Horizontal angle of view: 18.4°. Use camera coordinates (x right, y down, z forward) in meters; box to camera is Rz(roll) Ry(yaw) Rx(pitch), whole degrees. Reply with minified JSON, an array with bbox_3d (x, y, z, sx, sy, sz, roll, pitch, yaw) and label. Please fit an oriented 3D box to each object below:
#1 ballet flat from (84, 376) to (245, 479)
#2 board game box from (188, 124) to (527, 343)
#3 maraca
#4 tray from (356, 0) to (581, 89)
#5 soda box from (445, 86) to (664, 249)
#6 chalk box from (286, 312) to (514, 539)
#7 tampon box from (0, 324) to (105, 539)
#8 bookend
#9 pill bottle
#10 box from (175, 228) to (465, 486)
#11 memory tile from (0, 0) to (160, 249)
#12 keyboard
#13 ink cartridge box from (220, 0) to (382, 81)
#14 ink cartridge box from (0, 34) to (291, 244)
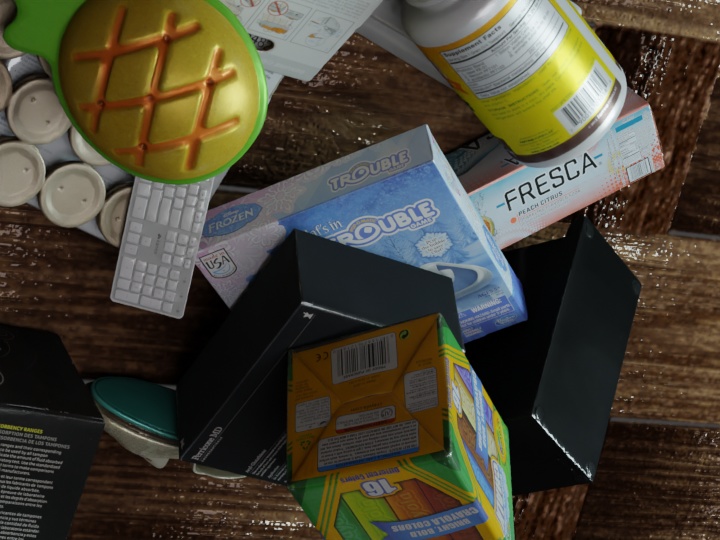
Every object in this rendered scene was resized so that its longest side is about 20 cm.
[{"bbox_3d":[-0.134,0.134,1.747,0.199,0.068,0.063,14,123,-27],"label":"ballet flat"},{"bbox_3d":[0.000,0.000,1.685,0.199,0.044,0.199,-21,135,14],"label":"board game box"},{"bbox_3d":[-0.153,-0.146,1.516,0.137,0.107,0.200,-43,103,10],"label":"maraca"},{"bbox_3d":[0.076,-0.197,1.701,0.199,0.022,0.108,27,100,-31],"label":"tray"},{"bbox_3d":[0.137,-0.078,1.755,0.199,0.068,0.064,-26,124,-10],"label":"soda box"},{"bbox_3d":[0.038,0.147,1.606,0.124,0.125,0.200,-14,139,16],"label":"chalk box"},{"bbox_3d":[-0.291,0.155,1.637,0.125,0.150,0.201,12,109,-27],"label":"tampon box"},{"bbox_3d":[0.103,0.079,1.788,0.199,0.200,0.092,-15,132,37],"label":"bookend"},{"bbox_3d":[0.104,-0.176,1.646,0.109,0.109,0.200,-43,122,1],"label":"pill bottle"},{"bbox_3d":[-0.034,0.074,1.670,0.140,0.079,0.200,15,134,-27],"label":"box"},{"bbox_3d":[-0.206,-0.107,1.579,0.199,0.017,0.154,20,104,-29],"label":"memory tile"},{"bbox_3d":[-0.135,-0.064,1.603,0.056,0.011,0.201,13,108,-5],"label":"keyboard"},{"bbox_3d":[-0.051,-0.227,1.558,0.159,0.048,0.200,14,138,-31],"label":"ink cartridge box"},{"bbox_3d":[-0.173,-0.126,1.619,0.199,0.041,0.201,28,100,-32],"label":"ink cartridge box"}]
